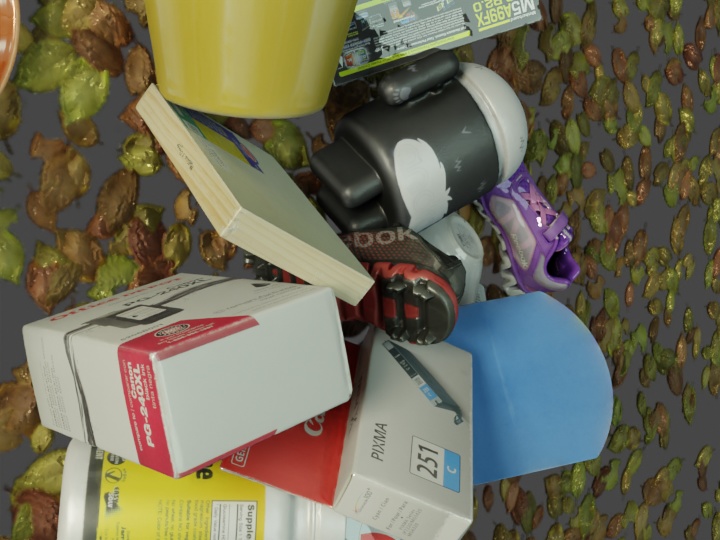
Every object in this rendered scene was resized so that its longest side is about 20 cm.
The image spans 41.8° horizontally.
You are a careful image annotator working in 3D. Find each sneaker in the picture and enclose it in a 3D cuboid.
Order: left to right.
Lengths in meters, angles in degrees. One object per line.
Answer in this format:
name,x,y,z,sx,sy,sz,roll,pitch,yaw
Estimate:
sneaker,0.000,0.000,0.789,0.098,0.199,0.071,-45,141,-49
sneaker,0.185,-0.056,1.020,0.080,0.088,0.201,-40,120,-31

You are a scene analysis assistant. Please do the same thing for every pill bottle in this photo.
pill bottle,-0.115,0.178,0.692,0.198,0.112,0.114,4,94,-13

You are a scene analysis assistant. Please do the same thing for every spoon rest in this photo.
spoon rest,0.104,0.022,0.933,0.099,0.060,0.201,-1,60,-53

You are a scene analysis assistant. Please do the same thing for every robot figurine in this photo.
robot figurine,0.054,-0.107,0.848,0.199,0.150,0.126,-29,89,-16

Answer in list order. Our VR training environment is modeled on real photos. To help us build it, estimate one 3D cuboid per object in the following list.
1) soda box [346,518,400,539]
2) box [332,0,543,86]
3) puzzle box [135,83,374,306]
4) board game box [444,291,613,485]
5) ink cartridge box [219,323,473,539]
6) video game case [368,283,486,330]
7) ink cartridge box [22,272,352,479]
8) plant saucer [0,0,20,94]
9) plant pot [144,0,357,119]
soda box,-0.010,0.195,0.799,0.068,0.063,0.201,-26,95,-34
box,0.043,-0.265,0.812,0.198,0.044,0.162,-19,106,-7
puzzle box,-0.081,-0.059,0.698,0.133,0.200,0.025,29,105,-41
board game box,0.125,0.108,0.853,0.198,0.039,0.159,-10,70,-10
ink cartridge box,0.000,0.103,0.725,0.175,0.201,0.045,23,120,-7
video game case,0.076,0.085,0.918,0.182,0.022,0.202,21,53,-43
ink cartridge box,-0.127,0.063,0.661,0.145,0.199,0.084,-20,106,-39
plant saucer,-0.309,-0.164,0.572,0.199,0.032,0.202,-7,100,-44
plant pot,-0.080,-0.218,0.685,0.200,0.200,0.191,-13,120,-42
